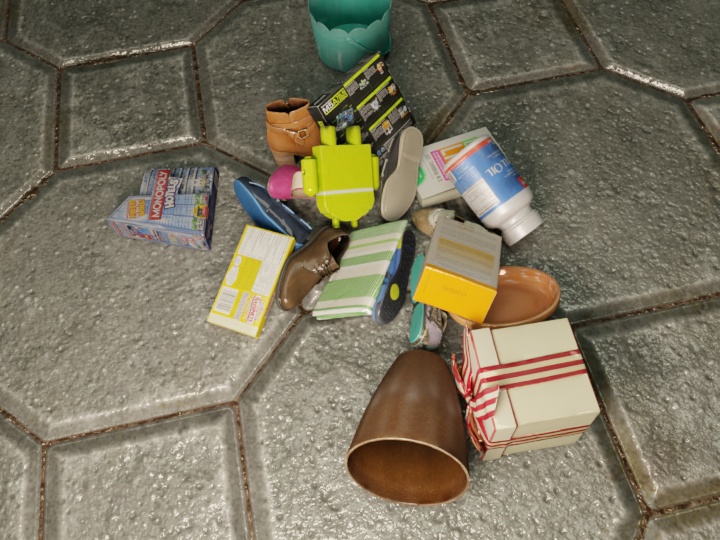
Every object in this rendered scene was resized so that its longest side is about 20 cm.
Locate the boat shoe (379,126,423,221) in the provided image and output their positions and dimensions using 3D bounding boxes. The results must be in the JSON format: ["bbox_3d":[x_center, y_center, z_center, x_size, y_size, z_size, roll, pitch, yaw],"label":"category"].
[{"bbox_3d":[0.074,-0.193,1.330,0.072,0.063,0.201,21,78,-30],"label":"boat shoe"}]

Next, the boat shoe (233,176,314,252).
[{"bbox_3d":[-0.172,-0.116,1.308,0.069,0.084,0.200,-39,81,-28],"label":"boat shoe"}]

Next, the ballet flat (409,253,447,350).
[{"bbox_3d":[0.126,0.061,1.189,0.071,0.072,0.201,3,51,4],"label":"ballet flat"}]

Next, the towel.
[{"bbox_3d":[0.000,0.000,1.204,0.152,0.023,0.201,-10,47,45],"label":"towel"}]

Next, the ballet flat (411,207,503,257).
[{"bbox_3d":[0.190,-0.083,1.269,0.199,0.065,0.071,26,61,17],"label":"ballet flat"}]

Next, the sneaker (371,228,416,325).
[{"bbox_3d":[0.045,0.010,1.228,0.078,0.066,0.201,-1,61,33],"label":"sneaker"}]

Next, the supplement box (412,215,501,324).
[{"bbox_3d":[0.172,-0.006,1.139,0.125,0.074,0.200,20,32,4],"label":"supplement box"}]

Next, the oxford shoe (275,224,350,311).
[{"bbox_3d":[-0.087,-0.006,1.216,0.084,0.073,0.201,11,58,41],"label":"oxford shoe"}]

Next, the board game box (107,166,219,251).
[{"bbox_3d":[-0.399,-0.133,1.326,0.198,0.062,0.201,-2,59,0],"label":"board game box"}]

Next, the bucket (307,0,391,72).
[{"bbox_3d":[-0.021,-0.580,1.540,0.205,0.135,0.208,-1,59,2],"label":"bucket"}]

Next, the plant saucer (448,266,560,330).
[{"bbox_3d":[0.251,0.055,1.154,0.199,0.038,0.201,-11,27,6],"label":"plant saucer"}]

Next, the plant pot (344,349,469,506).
[{"bbox_3d":[0.085,0.232,1.032,0.185,0.188,0.201,8,44,7],"label":"plant pot"}]

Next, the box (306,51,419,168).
[{"bbox_3d":[0.011,-0.313,1.351,0.200,0.194,0.047,-48,30,-23],"label":"box"}]

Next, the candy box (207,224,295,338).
[{"bbox_3d":[-0.202,0.018,1.220,0.102,0.026,0.201,17,74,12],"label":"candy box"}]

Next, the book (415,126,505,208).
[{"bbox_3d":[0.197,-0.218,1.368,0.199,0.048,0.134,-19,59,-6],"label":"book"}]

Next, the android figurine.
[{"bbox_3d":[-0.034,-0.182,1.284,0.181,0.202,0.041,-12,12,-36],"label":"android figurine"}]

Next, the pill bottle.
[{"bbox_3d":[0.260,-0.151,1.258,0.112,0.112,0.200,-36,87,-18],"label":"pill bottle"}]

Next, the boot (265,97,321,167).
[{"bbox_3d":[-0.099,-0.297,1.357,0.198,0.156,0.077,-6,53,-1],"label":"boot"}]

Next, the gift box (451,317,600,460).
[{"bbox_3d":[0.247,0.178,1.034,0.185,0.201,0.185,-9,53,-2],"label":"gift box"}]

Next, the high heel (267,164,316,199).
[{"bbox_3d":[-0.100,-0.164,1.280,0.095,0.200,0.068,17,101,20],"label":"high heel"}]
